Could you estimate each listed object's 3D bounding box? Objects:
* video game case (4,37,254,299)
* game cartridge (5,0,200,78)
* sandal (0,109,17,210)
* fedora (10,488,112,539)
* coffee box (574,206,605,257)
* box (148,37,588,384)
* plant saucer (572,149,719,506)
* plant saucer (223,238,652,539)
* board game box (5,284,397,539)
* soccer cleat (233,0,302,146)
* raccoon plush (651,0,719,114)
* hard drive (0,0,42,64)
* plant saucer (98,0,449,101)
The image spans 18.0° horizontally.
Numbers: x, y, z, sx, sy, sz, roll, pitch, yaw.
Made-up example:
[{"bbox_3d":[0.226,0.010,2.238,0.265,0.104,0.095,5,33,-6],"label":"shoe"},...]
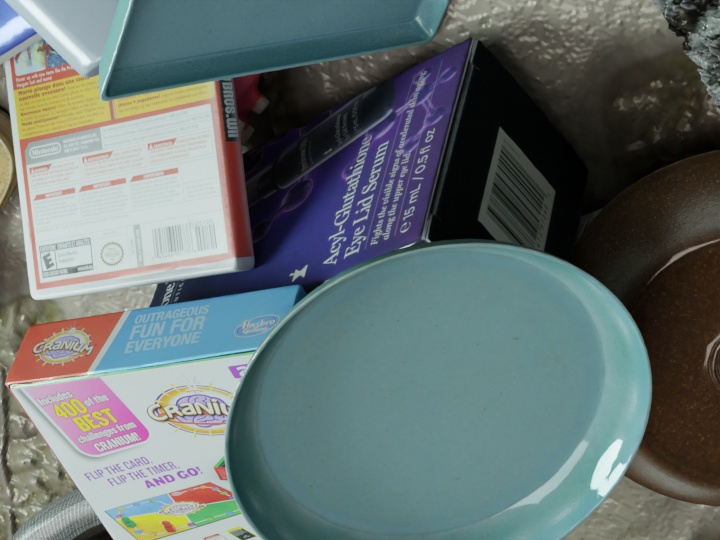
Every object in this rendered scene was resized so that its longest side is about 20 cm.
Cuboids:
[{"bbox_3d":[-0.121,-0.093,1.131,0.142,0.017,0.202,-8,89,37],"label":"video game case"},{"bbox_3d":[-0.095,-0.194,1.047,0.133,0.040,0.200,43,99,0],"label":"game cartridge"},{"bbox_3d":[-0.249,0.001,1.296,0.077,0.070,0.213,27,130,1],"label":"sandal"},{"bbox_3d":[-0.115,0.202,1.350,0.198,0.090,0.178,-21,90,13],"label":"fedora"},{"bbox_3d":[0.086,0.047,1.210,0.199,0.044,0.123,-23,113,32],"label":"coffee box"},{"bbox_3d":[0.000,0.000,1.134,0.199,0.149,0.104,-24,124,33],"label":"box"},{"bbox_3d":[0.192,0.039,1.126,0.198,0.037,0.202,1,116,2],"label":"plant saucer"},{"bbox_3d":[0.034,0.063,1.036,0.198,0.028,0.202,-7,127,-9],"label":"plant saucer"},{"bbox_3d":[-0.061,0.100,1.117,0.152,0.041,0.201,-8,131,23],"label":"board game box"},{"bbox_3d":[-0.066,-0.133,1.132,0.076,0.067,0.201,32,132,4],"label":"soccer cleat"},{"bbox_3d":[0.203,-0.120,0.975,0.133,0.098,0.199,-29,147,32],"label":"raccoon plush"},{"bbox_3d":[-0.186,-0.178,1.137,0.199,0.025,0.133,-25,84,34],"label":"hard drive"},{"bbox_3d":[-0.034,-0.124,1.060,0.019,0.199,0.070,52,137,30],"label":"plant saucer"}]
